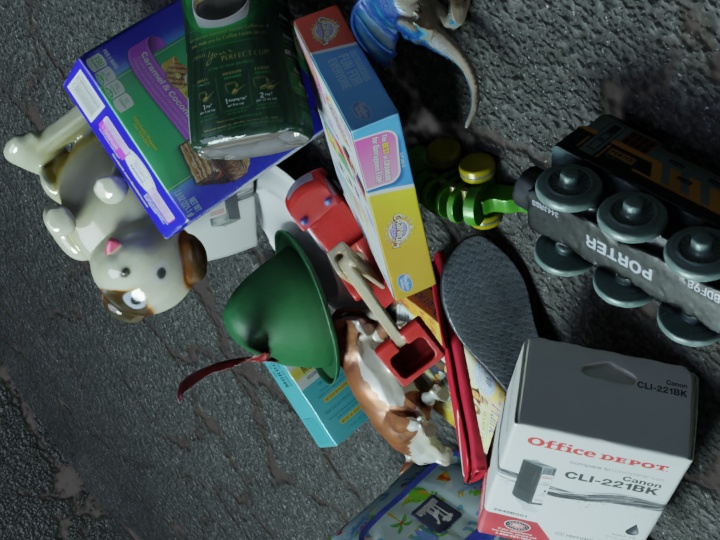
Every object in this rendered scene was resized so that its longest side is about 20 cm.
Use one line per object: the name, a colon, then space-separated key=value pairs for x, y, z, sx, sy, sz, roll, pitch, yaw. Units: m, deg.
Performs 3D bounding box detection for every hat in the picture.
hat: x=-0.128 y=0.062 z=1.268 sx=0.201 sy=0.174 sz=0.167 roll=102 pitch=144 yaw=-63

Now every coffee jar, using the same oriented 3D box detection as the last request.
coffee jar: x=-0.102 y=-0.201 z=1.066 sx=0.085 sy=0.103 sz=0.203 roll=14 pitch=-112 yaw=-75

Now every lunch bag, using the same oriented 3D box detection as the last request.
lunch bag: x=0.075 y=0.291 z=1.362 sx=0.128 sy=0.170 sz=0.199 roll=57 pitch=154 yaw=-10

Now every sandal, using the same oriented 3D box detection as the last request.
sandal: x=0.129 y=0.061 z=1.119 sx=0.202 sy=0.075 sz=0.043 roll=61 pitch=180 yaw=-13

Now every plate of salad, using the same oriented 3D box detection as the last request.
plate of salad: x=-0.051 y=-0.038 z=1.314 sx=0.200 sy=0.048 sz=0.201 roll=46 pitch=161 yaw=21

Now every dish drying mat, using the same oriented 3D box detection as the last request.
dish drying mat: x=0.086 y=0.088 z=1.144 sx=0.077 sy=0.018 sz=0.203 roll=87 pitch=174 yaw=-73

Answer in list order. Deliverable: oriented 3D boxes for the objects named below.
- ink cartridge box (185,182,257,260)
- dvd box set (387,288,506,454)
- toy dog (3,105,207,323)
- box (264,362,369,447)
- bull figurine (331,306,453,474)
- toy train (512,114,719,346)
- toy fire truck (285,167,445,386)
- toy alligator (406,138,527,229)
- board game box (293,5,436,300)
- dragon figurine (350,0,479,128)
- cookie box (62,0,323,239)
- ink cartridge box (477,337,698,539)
ink cartridge box: x=-0.169 y=-0.129 z=1.309 sx=0.201 sy=0.084 sz=0.147 roll=94 pitch=156 yaw=-50
dvd box set: x=0.105 y=0.108 z=1.251 sx=0.199 sy=0.029 sz=0.147 roll=39 pitch=150 yaw=28
toy dog: x=-0.233 y=-0.048 z=1.215 sx=0.201 sy=0.138 sz=0.194 roll=63 pitch=-178 yaw=26
box: x=-0.062 y=0.099 z=1.455 sx=0.201 sy=0.082 sz=0.049 roll=57 pitch=152 yaw=-8
bull figurine: x=0.035 y=0.123 z=1.278 sx=0.201 sy=0.065 sz=0.121 roll=55 pitch=153 yaw=-3
toy train: x=0.200 y=-0.031 z=0.840 sx=0.199 sy=0.114 sz=0.086 roll=32 pitch=146 yaw=35
toy fire truck: x=0.000 y=0.000 z=1.150 sx=0.201 sy=0.049 sz=0.141 roll=52 pitch=-170 yaw=-6
toy alligator: x=0.061 y=-0.077 z=1.076 sx=0.199 sy=0.054 sz=0.060 roll=29 pitch=144 yaw=41
board game box: x=0.005 y=-0.096 z=1.053 sx=0.201 sy=0.040 sz=0.154 roll=74 pitch=173 yaw=-48
dragon figurine: x=0.032 y=-0.200 z=0.975 sx=0.201 sy=0.059 sz=0.099 roll=57 pitch=153 yaw=-5
cookie box: x=-0.138 y=-0.158 z=1.142 sx=0.172 sy=0.199 sz=0.075 roll=56 pitch=153 yaw=-7
ink cartridge box: x=0.185 y=0.155 z=1.050 sx=0.142 sy=0.084 sz=0.201 roll=11 pitch=143 yaw=3
